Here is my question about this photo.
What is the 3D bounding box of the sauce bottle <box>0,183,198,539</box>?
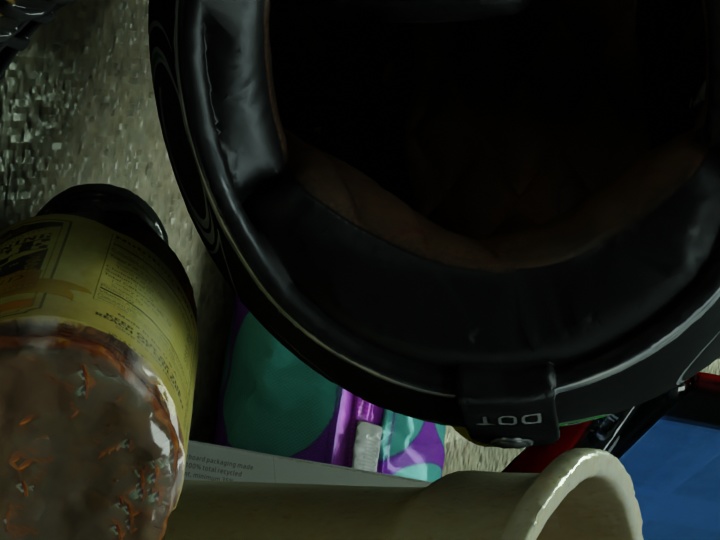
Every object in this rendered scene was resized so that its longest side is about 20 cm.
[{"bbox_3d":[-0.072,0.021,0.709,0.200,0.066,0.066,-102,-164,-77],"label":"sauce bottle"}]

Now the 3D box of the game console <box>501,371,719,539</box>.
[{"bbox_3d":[0.093,0.119,1.064,0.173,0.119,0.200,-51,178,-32],"label":"game console"}]

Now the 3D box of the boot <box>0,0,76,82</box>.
[{"bbox_3d":[-0.076,-0.052,0.613,0.077,0.138,0.201,-52,147,-57],"label":"boot"}]

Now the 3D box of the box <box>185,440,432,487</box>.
[{"bbox_3d":[-0.017,0.159,0.860,0.041,0.155,0.201,38,62,-70],"label":"box"}]

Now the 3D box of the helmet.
[{"bbox_3d":[0.037,-0.062,0.736,0.191,0.199,0.201,-62,157,-78],"label":"helmet"}]

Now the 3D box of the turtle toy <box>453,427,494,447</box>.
[{"bbox_3d":[0.057,-0.012,1.087,0.146,0.101,0.201,-41,144,-28],"label":"turtle toy"}]

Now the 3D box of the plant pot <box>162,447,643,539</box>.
[{"bbox_3d":[-0.041,0.130,0.728,0.200,0.183,0.202,8,90,-71],"label":"plant pot"}]

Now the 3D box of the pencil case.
[{"bbox_3d":[0.000,0.000,0.946,0.092,0.085,0.201,-168,-95,-72],"label":"pencil case"}]
